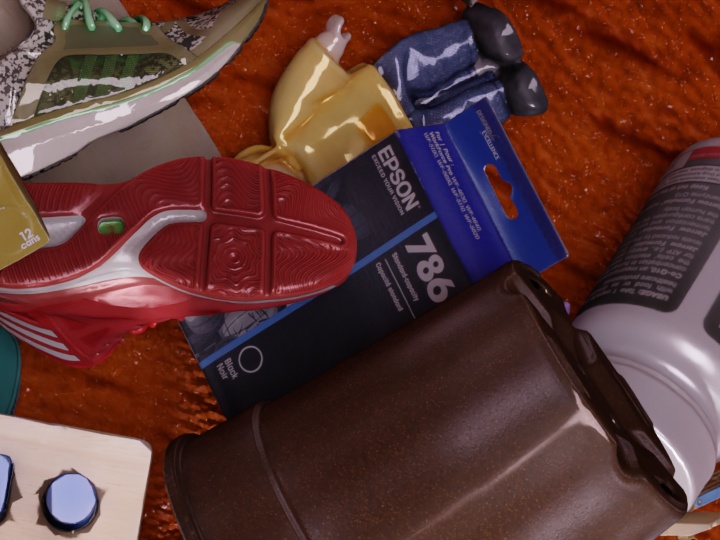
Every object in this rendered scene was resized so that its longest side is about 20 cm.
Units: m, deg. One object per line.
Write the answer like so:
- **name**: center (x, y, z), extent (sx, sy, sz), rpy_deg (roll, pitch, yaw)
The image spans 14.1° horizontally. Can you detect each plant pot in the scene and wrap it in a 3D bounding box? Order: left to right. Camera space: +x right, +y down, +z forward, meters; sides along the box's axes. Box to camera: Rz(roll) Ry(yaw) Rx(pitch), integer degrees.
- **plant pot**: center (0.039, 0.110, 1.425), extent (0.198, 0.200, 0.201), rpy_deg (-36, 100, 11)

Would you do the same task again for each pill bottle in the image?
- **pill bottle**: center (0.177, 0.033, 1.575), extent (0.114, 0.114, 0.200), rpy_deg (44, 55, -12)

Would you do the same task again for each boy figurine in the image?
- **boy figurine**: center (-0.002, -0.076, 1.586), extent (0.199, 0.064, 0.125), rpy_deg (-28, 106, -15)

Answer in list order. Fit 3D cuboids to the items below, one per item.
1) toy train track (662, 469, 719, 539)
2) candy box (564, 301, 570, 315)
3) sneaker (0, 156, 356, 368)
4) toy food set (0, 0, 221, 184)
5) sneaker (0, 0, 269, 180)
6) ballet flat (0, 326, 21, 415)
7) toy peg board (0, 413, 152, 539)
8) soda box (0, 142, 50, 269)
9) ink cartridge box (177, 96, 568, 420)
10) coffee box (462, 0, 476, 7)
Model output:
- **toy train track**: center (0.179, 0.139, 1.607), extent (0.199, 0.114, 0.033), rpy_deg (-19, 102, -47)
- **candy box**: center (0.017, 0.106, 1.590), extent (0.166, 0.072, 0.202), rpy_deg (7, 89, -15)
- **sneaker**: center (-0.102, -0.001, 1.494), extent (0.198, 0.116, 0.079), rpy_deg (4, 68, 0)
- **toy food set**: center (-0.180, -0.087, 1.547), extent (0.143, 0.060, 0.201), rpy_deg (-38, 109, -12)
- **sneaker**: center (-0.140, -0.112, 1.491), extent (0.199, 0.077, 0.089), rpy_deg (-29, 98, -17)
- **ballet flat**: center (-0.237, 0.110, 1.516), extent (0.074, 0.074, 0.201), rpy_deg (34, 50, -13)
- **toy peg board**: center (-0.210, 0.160, 1.383), extent (0.198, 0.098, 0.201), rpy_deg (10, 82, -6)
- **soda box**: center (-0.253, -0.002, 1.395), extent (0.199, 0.064, 0.068), rpy_deg (-31, 115, -4)
- **ink cartridge box**: center (0.000, 0.000, 1.499), extent (0.199, 0.039, 0.100), rpy_deg (-33, 74, 18)
- **coffee box**: center (0.086, -0.260, 1.580), extent (0.114, 0.080, 0.200), rpy_deg (41, 79, 16)
